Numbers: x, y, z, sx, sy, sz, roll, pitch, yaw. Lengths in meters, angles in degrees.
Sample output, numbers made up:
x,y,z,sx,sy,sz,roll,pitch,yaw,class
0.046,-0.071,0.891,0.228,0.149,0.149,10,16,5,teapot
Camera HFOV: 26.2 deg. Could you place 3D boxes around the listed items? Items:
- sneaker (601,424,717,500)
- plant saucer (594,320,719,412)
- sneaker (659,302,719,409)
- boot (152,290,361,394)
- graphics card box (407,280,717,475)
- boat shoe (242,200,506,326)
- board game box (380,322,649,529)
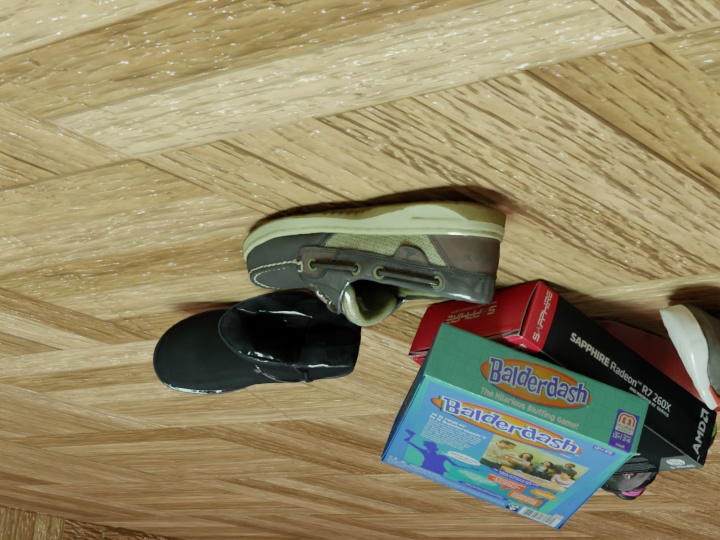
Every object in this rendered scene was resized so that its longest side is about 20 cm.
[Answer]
x,y,z,sx,sy,sz,roll,pitch,yaw,class
0.252,0.161,1.385,0.076,0.084,0.200,-6,173,-25,sneaker
0.189,0.090,1.260,0.199,0.037,0.200,18,161,-38,plant saucer
0.273,0.054,1.083,0.082,0.077,0.200,-31,152,19,sneaker
-0.079,0.054,1.102,0.164,0.066,0.200,-7,178,0,boot
0.149,0.084,1.130,0.200,0.051,0.125,35,151,-26,graphics card box
0.001,0.000,0.940,0.200,0.066,0.072,-8,163,42,boat shoe
0.104,0.117,1.117,0.151,0.045,0.200,21,155,1,board game box
